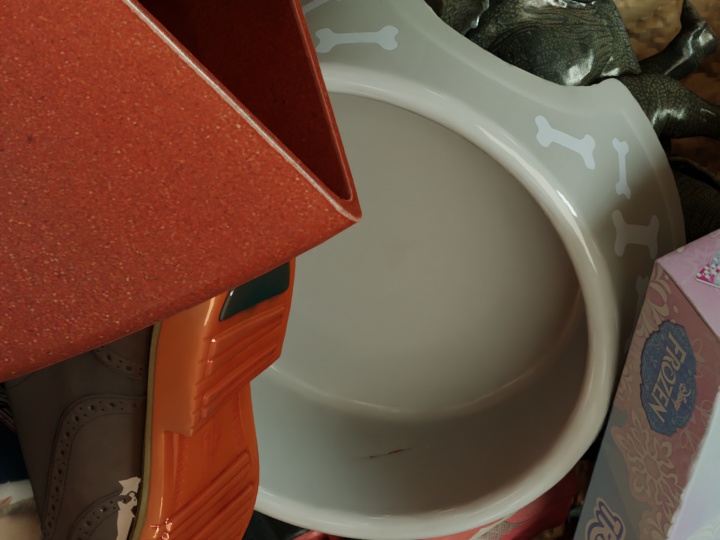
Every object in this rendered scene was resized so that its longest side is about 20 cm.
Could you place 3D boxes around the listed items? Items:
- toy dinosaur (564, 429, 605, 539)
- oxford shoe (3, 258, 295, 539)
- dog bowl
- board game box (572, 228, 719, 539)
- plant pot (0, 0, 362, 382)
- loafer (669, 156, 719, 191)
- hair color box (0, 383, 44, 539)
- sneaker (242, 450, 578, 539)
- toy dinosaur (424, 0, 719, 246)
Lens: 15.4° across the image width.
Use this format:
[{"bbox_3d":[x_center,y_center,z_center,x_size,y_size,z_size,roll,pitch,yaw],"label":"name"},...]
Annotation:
[{"bbox_3d":[0.128,0.087,1.006,0.200,0.048,0.088,-23,139,-7],"label":"toy dinosaur"},{"bbox_3d":[-0.075,0.056,0.832,0.071,0.072,0.200,-36,147,-55],"label":"oxford shoe"},{"bbox_3d":[0.000,0.000,0.841,0.199,0.059,0.201,8,123,12],"label":"dog bowl"},{"bbox_3d":[0.166,0.031,0.856,0.199,0.043,0.200,-25,150,-23],"label":"board game box"},{"bbox_3d":[-0.141,-0.074,0.735,0.176,0.200,0.200,-37,125,15],"label":"plant pot"},{"bbox_3d":[0.122,0.004,0.938,0.200,0.076,0.068,21,111,-33],"label":"loafer"},{"bbox_3d":[-0.171,0.091,0.817,0.100,0.060,0.200,-58,161,16],"label":"hair color box"},{"bbox_3d":[-0.005,0.115,0.955,0.200,0.074,0.087,-31,145,5],"label":"sneaker"},{"bbox_3d":[0.070,-0.062,0.865,0.102,0.077,0.200,-32,97,-6],"label":"toy dinosaur"}]
